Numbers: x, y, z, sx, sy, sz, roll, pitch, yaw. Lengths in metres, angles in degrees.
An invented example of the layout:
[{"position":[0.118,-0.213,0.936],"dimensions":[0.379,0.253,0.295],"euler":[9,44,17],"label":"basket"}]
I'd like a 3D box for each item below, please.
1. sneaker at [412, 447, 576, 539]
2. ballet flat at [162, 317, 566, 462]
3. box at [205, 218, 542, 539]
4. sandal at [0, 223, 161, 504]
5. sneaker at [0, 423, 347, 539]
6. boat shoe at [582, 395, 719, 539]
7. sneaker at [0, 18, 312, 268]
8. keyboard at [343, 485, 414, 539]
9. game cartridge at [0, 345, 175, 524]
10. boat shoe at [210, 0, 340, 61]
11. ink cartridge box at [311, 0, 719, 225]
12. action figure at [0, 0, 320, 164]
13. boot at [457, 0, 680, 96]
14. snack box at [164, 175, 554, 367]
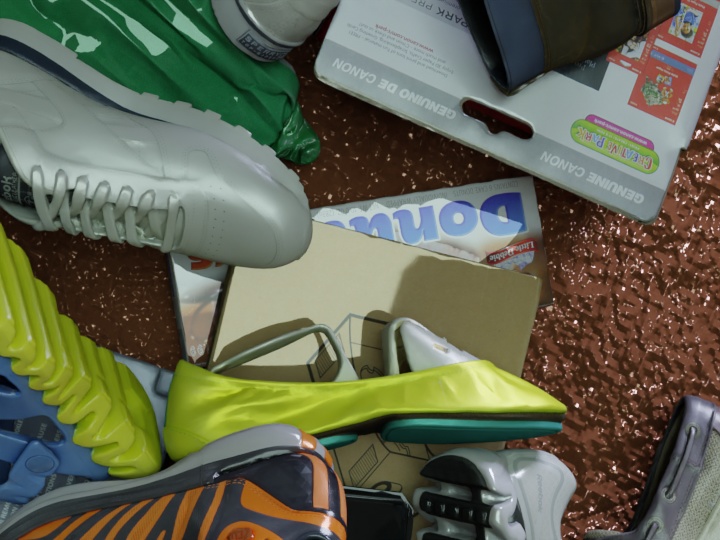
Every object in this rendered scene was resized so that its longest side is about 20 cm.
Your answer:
[{"position":[0.073,0.185,0.821],"dimensions":[0.081,0.075,0.201],"euler":[-5,102,-42],"label":"sneaker"},{"position":[0.002,0.058,0.798],"dimensions":[0.199,0.067,0.067],"euler":[-6,78,-9],"label":"ballet flat"},{"position":[-0.004,0.082,0.839],"dimensions":[0.163,0.021,0.201],"euler":[14,89,-11],"label":"box"},{"position":[-0.166,0.046,0.731],"dimensions":[0.087,0.080,0.200],"euler":[-25,132,6],"label":"sandal"},{"position":[-0.098,0.146,0.724],"dimensions":[0.199,0.112,0.078],"euler":[-28,122,7],"label":"sneaker"},{"position":[0.144,0.156,0.856],"dimensions":[0.065,0.072,0.200],"euler":[34,80,6],"label":"boat shoe"},{"position":[-0.120,-0.042,0.774],"dimensions":[0.199,0.077,0.081],"euler":[23,41,7],"label":"sneaker"},{"position":[-0.046,0.203,0.815],"dimensions":[0.127,0.021,0.201],"euler":[8,92,-13],"label":"keyboard"},{"position":[-0.177,0.127,0.809],"dimensions":[0.133,0.041,0.201],"euler":[20,79,-12],"label":"game cartridge"},{"position":[-0.044,-0.206,0.830],"dimensions":[0.071,0.070,0.201],"euler":[20,52,-42],"label":"boat shoe"},{"position":[0.084,-0.132,0.868],"dimensions":[0.199,0.084,0.176],"euler":[24,78,-7],"label":"ink cartridge box"},{"position":[-0.100,-0.113,0.833],"dimensions":[0.200,0.055,0.118],"euler":[36,109,-20],"label":"action figure"},{"position":[0.078,-0.172,0.756],"dimensions":[0.097,0.075,0.200],"euler":[-33,127,-5],"label":"boot"},{"position":[0.000,0.000,0.864],"dimensions":[0.199,0.024,0.072],"euler":[-9,88,-12],"label":"snack box"}]
